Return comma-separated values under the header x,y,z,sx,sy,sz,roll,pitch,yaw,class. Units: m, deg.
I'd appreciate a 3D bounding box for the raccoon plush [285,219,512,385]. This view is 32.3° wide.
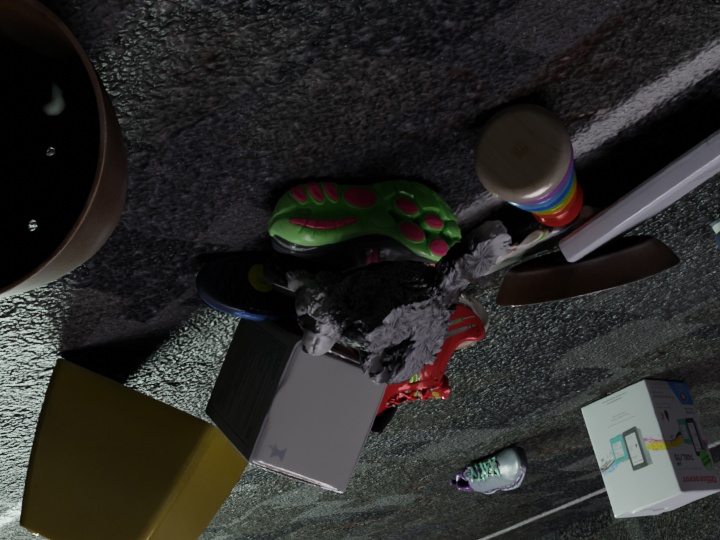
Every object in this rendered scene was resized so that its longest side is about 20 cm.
x,y,z,sx,sy,sz,roll,pitch,yaw,class
0.030,0.011,1.111,0.199,0.134,0.097,-36,137,-10,raccoon plush

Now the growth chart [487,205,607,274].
x,y,z,sx,sy,sz,roll,pitch,yaw,class
0.165,-0.021,1.291,0.198,0.018,0.145,-26,172,15,growth chart

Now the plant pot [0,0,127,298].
x,y,z,sx,sy,sz,roll,pitch,yaw,class
-0.225,-0.066,0.804,0.184,0.190,0.200,-16,174,4,plant pot

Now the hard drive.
x,y,z,sx,sy,sz,roll,pitch,yaw,class
0.298,-0.080,1.215,0.199,0.027,0.131,-38,169,34,hard drive

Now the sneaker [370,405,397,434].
x,y,z,sx,sy,sz,roll,pitch,yaw,class
-0.031,0.148,1.459,0.114,0.077,0.199,44,158,-21,sneaker

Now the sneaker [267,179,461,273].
x,y,z,sx,sy,sz,roll,pitch,yaw,class
0.005,-0.039,1.147,0.197,0.078,0.084,8,157,-24,sneaker

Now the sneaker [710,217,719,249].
x,y,z,sx,sy,sz,roll,pitch,yaw,class
0.486,-0.015,1.500,0.070,0.083,0.198,-30,155,34,sneaker

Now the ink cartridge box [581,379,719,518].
x,y,z,sx,sy,sz,roll,pitch,yaw,class
0.508,0.312,2.167,0.145,0.203,0.145,8,150,-45,ink cartridge box

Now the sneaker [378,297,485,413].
x,y,z,sx,sy,sz,roll,pitch,yaw,class
0.054,0.113,1.312,0.200,0.085,0.077,-47,173,-3,sneaker

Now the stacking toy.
x,y,z,sx,sy,sz,roll,pitch,yaw,class
0.167,-0.082,1.133,0.084,0.087,0.200,-21,162,15,stacking toy

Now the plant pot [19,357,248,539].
x,y,z,sx,sy,sz,roll,pitch,yaw,class
-0.264,0.238,1.381,0.197,0.178,0.200,21,164,13,plant pot

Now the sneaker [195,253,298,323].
x,y,z,sx,sy,sz,roll,pitch,yaw,class
-0.083,0.027,1.250,0.198,0.067,0.078,1,158,-36,sneaker

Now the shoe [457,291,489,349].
x,y,z,sx,sy,sz,roll,pitch,yaw,class
0.083,0.049,1.405,0.198,0.071,0.053,8,158,-41,shoe

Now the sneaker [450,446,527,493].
x,y,z,sx,sy,sz,roll,pitch,yaw,class
0.245,0.388,2.365,0.086,0.076,0.200,0,156,-22,sneaker

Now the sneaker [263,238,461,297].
x,y,z,sx,sy,sz,roll,pitch,yaw,class
0.000,0.000,1.228,0.197,0.071,0.090,-12,156,-13,sneaker

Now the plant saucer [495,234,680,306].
x,y,z,sx,sy,sz,roll,pitch,yaw,class
0.235,-0.003,1.311,0.197,0.035,0.200,-14,-177,1,plant saucer

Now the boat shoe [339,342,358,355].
x,y,z,sx,sy,sz,roll,pitch,yaw,class
0.034,0.096,1.490,0.060,0.073,0.201,-16,157,16,boat shoe

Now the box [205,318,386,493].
x,y,z,sx,sy,sz,roll,pitch,yaw,class
-0.070,0.127,1.270,0.108,0.130,0.200,22,-179,-22,box
